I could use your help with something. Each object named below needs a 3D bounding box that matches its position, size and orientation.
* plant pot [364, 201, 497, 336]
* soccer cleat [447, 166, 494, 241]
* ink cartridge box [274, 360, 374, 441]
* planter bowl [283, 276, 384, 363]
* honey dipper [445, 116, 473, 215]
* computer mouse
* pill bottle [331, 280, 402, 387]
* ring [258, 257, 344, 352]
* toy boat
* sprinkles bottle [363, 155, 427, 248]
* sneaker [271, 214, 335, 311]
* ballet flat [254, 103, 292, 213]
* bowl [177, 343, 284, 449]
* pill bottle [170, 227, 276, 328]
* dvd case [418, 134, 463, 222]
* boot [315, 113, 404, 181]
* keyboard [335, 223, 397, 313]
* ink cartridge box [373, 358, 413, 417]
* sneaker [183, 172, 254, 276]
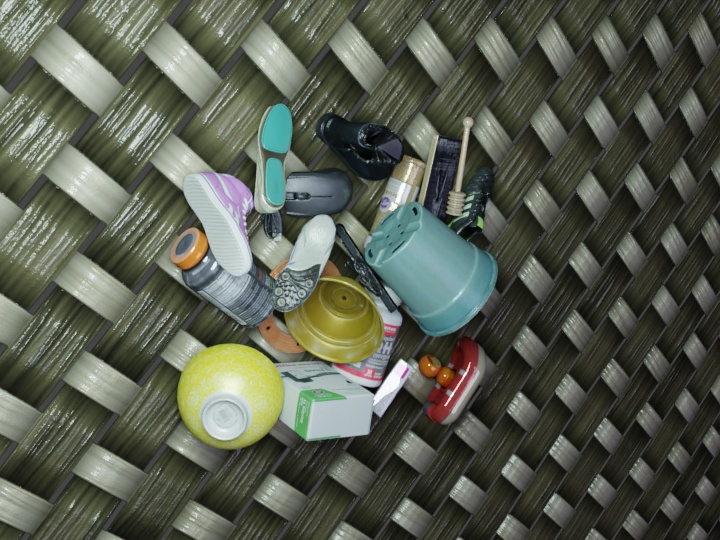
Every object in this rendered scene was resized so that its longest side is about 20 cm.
[{"bbox_3d":[0.123,-0.013,1.628,0.196,0.200,0.201,40,82,-26],"label":"plant pot"},{"bbox_3d":[0.241,-0.124,1.820,0.067,0.081,0.202,29,88,-38],"label":"soccer cleat"},{"bbox_3d":[-0.089,0.245,1.641,0.145,0.199,0.084,1,103,-36],"label":"ink cartridge box"},{"bbox_3d":[-0.041,0.074,1.637,0.084,0.198,0.202,-66,143,-51],"label":"planter bowl"},{"bbox_3d":[0.210,-0.215,1.767,0.038,0.038,0.203,-1,107,-35],"label":"honey dipper"},{"bbox_3d":[-0.089,-0.135,1.598,0.198,0.053,0.141,-14,113,-31],"label":"computer mouse"},{"bbox_3d":[0.021,0.123,1.731,0.110,0.110,0.203,13,98,-38],"label":"pill bottle"},{"bbox_3d":[-0.118,0.063,1.670,0.198,0.019,0.203,-13,114,-31],"label":"ring"},{"bbox_3d":[0.187,0.232,1.901,0.130,0.130,0.201,34,85,-9],"label":"toy boat"},{"bbox_3d":[0.071,-0.127,1.706,0.068,0.068,0.203,17,95,-38],"label":"sprinkles bottle"},{"bbox_3d":[-0.101,-0.008,1.553,0.071,0.073,0.202,26,67,0],"label":"sneaker"},{"bbox_3d":[-0.163,-0.197,1.511,0.067,0.062,0.203,15,70,-33],"label":"ballet flat"},{"bbox_3d":[-0.238,0.243,1.537,0.197,0.108,0.203,-1,106,-2],"label":"bowl"},{"bbox_3d":[-0.241,0.008,1.507,0.107,0.106,0.200,-53,127,-7],"label":"pill bottle"},{"bbox_3d":[0.157,-0.172,1.743,0.148,0.016,0.203,-11,114,-64],"label":"dvd case"},{"bbox_3d":[0.026,-0.214,1.580,0.199,0.167,0.077,34,86,-39],"label":"boot"},{"bbox_3d":[0.000,0.000,1.632,0.039,0.104,0.201,-35,85,4],"label":"keyboard"},{"bbox_3d":[0.058,0.248,1.791,0.042,0.200,0.120,35,82,7],"label":"ink cartridge box"},{"bbox_3d":[-0.209,-0.086,1.456,0.113,0.202,0.073,-9,155,-48],"label":"sneaker"}]
